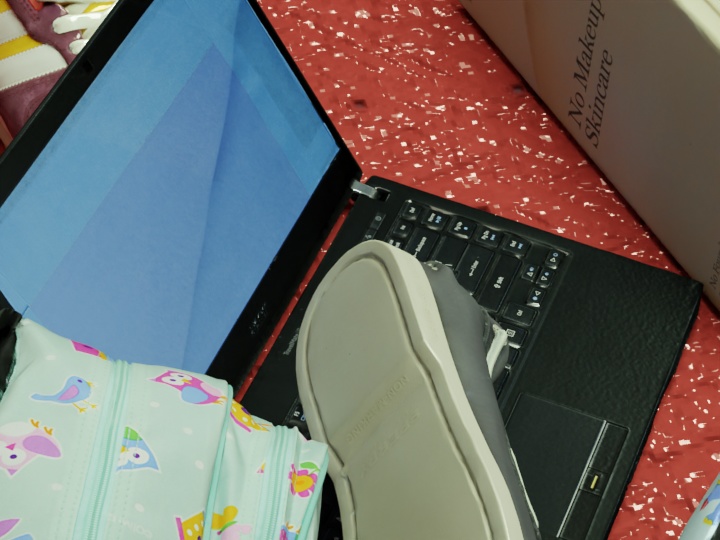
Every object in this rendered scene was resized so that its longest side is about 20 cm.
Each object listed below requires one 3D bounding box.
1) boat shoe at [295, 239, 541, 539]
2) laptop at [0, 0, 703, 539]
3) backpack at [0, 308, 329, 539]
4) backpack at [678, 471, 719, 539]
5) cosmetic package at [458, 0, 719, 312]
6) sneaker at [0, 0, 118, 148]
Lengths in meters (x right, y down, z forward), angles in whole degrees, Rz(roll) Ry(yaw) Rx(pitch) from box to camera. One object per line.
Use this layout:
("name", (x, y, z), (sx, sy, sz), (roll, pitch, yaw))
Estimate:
("boat shoe", (0.032, 0.076, 0.634), (0.063, 0.073, 0.200), (24, 36, -33))
("laptop", (0.000, 0.000, 0.730), (0.199, 0.104, 0.177), (19, 47, 12))
("backpack", (-0.079, 0.112, 0.592), (0.126, 0.167, 0.200), (22, 41, -12))
("backpack", (0.150, 0.106, 0.624), (0.163, 0.154, 0.201), (13, 74, 17))
("cosmetic package", (0.118, -0.084, 0.826), (0.073, 0.104, 0.200), (-19, 50, -22))
("sneaker", (-0.106, -0.094, 0.819), (0.075, 0.090, 0.200), (-29, 54, -30))
